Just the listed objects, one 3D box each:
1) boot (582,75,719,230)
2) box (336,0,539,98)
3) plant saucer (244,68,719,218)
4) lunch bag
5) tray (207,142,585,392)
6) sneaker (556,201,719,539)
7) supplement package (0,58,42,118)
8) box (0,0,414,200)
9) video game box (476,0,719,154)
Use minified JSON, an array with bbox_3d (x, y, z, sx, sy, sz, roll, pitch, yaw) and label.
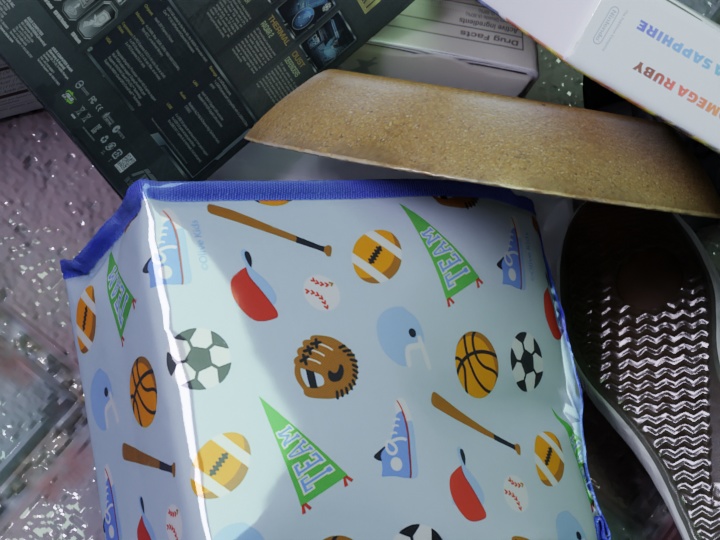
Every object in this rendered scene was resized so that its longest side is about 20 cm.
[{"bbox_3d":[0.187,-0.109,1.339,0.200,0.066,0.165,-17,75,-25],"label":"boot"},{"bbox_3d":[0.023,-0.159,1.298,0.095,0.078,0.201,11,59,-16],"label":"box"},{"bbox_3d":[0.054,-0.054,1.159,0.200,0.200,0.036,9,94,-17],"label":"plant saucer"},{"bbox_3d":[-0.004,0.056,1.122,0.199,0.124,0.171,-4,75,-27],"label":"lunch bag"},{"bbox_3d":[0.000,0.000,1.232,0.199,0.022,0.108,8,59,-17],"label":"tray"},{"bbox_3d":[0.141,0.060,1.229,0.073,0.085,0.200,-24,63,10],"label":"sneaker"},{"bbox_3d":[-0.202,-0.167,1.196,0.155,0.111,0.200,-17,70,-28],"label":"supplement package"},{"bbox_3d":[-0.072,-0.122,1.123,0.158,0.200,0.051,-40,61,-2],"label":"box"},{"bbox_3d":[0.137,-0.081,1.160,0.182,0.200,0.047,26,98,-18],"label":"video game box"}]
